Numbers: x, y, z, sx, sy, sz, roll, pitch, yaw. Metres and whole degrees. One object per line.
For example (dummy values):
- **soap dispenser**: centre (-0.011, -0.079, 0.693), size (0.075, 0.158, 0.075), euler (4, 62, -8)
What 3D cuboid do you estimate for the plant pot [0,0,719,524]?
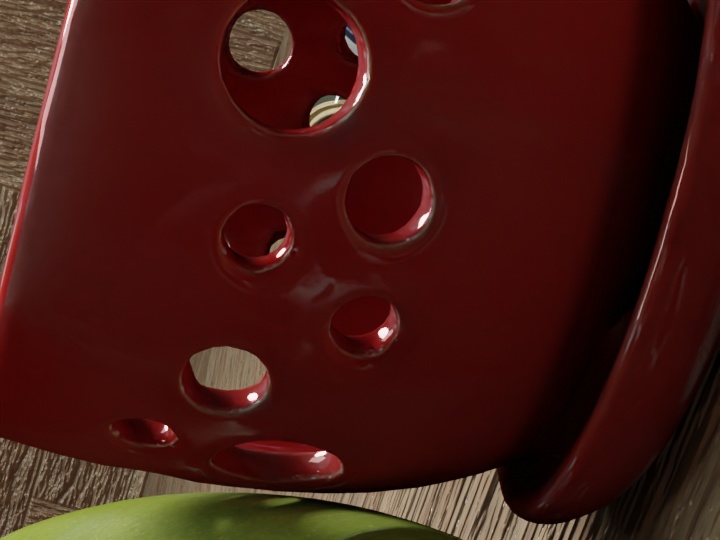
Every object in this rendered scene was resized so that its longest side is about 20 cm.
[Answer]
- **plant pot**: centre (0.005, -0.030, 0.605), size (0.200, 0.182, 0.201), euler (-163, 90, -83)

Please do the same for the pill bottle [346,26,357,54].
- **pill bottle**: centre (0.038, -0.144, 0.911), size (0.200, 0.116, 0.116), euler (132, 154, -77)

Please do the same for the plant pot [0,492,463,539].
- **plant pot**: centre (-0.029, 0.136, 0.621), size (0.200, 0.187, 0.187), euler (-37, 35, 58)

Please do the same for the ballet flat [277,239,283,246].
- **ballet flat**: centre (-0.001, -0.100, 1.451), size (0.065, 0.070, 0.200), euler (-2, 73, 55)

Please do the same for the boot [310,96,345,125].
- **boot**: centre (0.000, 0.000, 1.129), size (0.200, 0.077, 0.139), euler (85, -166, -70)
